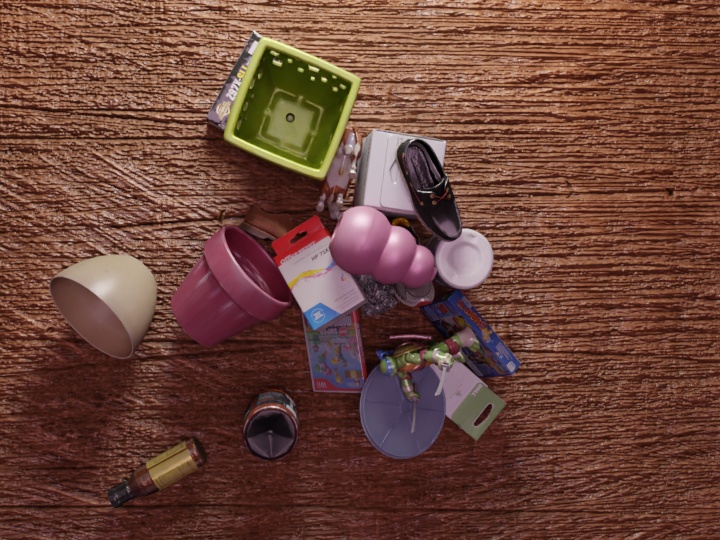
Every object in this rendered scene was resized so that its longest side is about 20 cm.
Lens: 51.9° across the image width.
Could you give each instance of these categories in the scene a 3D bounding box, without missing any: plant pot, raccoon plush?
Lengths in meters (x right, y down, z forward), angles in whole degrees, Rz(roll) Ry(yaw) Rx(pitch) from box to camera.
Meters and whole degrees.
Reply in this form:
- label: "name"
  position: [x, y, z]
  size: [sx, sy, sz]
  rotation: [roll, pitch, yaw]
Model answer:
- label: "plant pot"
  position: [-0.128, -0.286, 1.375]
  size: [0.197, 0.181, 0.202]
  rotation: [22, 90, -7]
- label: "plant pot"
  position: [-0.468, 0.048, 1.409]
  size: [0.200, 0.200, 0.135]
  rotation: [43, 52, -6]
- label: "plant pot"
  position: [-0.259, 0.043, 1.426]
  size: [0.179, 0.200, 0.200]
  rotation: [-39, 96, 12]
- label: "raccoon plush"
  position: [0.000, 0.000, 1.450]
  size: [0.096, 0.134, 0.200]
  rotation: [-33, 121, 18]

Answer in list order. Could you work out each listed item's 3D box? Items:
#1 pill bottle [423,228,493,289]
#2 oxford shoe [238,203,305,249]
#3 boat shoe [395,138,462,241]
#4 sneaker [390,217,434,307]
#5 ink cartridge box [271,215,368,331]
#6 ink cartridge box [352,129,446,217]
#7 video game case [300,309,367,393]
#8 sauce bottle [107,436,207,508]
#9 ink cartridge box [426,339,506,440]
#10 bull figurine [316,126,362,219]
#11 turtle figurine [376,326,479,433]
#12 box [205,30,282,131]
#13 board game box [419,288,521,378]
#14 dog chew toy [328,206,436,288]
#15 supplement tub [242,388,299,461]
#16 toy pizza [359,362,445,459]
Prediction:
- label: "pill bottle"
  position: [0.182, -0.023, 1.460]
  size: [0.113, 0.200, 0.115]
  rotation: [0, 91, -6]
- label: "oxford shoe"
  position: [-0.140, -0.074, 1.487]
  size: [0.199, 0.071, 0.072]
  rotation: [26, 85, -6]
- label: "boat shoe"
  position: [0.126, -0.141, 1.322]
  size: [0.073, 0.063, 0.203]
  rotation: [-29, 98, -10]
- label: "sneaker"
  position: [0.089, -0.016, 1.425]
  size: [0.077, 0.082, 0.201]
  rotation: [-15, 55, -6]
- label: "ink cartridge box"
  position: [-0.085, 0.001, 1.406]
  size: [0.116, 0.067, 0.201]
  rotation: [-31, 81, 3]
- label: "ink cartridge box"
  position: [0.070, -0.180, 1.440]
  size: [0.143, 0.200, 0.147]
  rotation: [7, 92, -7]
- label: "video game case"
  position: [-0.054, 0.144, 1.483]
  size: [0.017, 0.142, 0.202]
  rotation: [-13, 95, -51]
- label: "sauce bottle"
  position: [-0.407, 0.406, 1.476]
  size: [0.199, 0.066, 0.066]
  rotation: [-27, 95, -3]
- label: "ink cartridge box"
  position: [0.194, 0.247, 1.542]
  size: [0.200, 0.059, 0.104]
  rotation: [41, 88, -7]
- label: "bull figurine"
  position: [-0.044, -0.179, 1.438]
  size: [0.064, 0.122, 0.201]
  rotation: [13, 121, -6]
- label: "turtle figurine"
  position: [0.143, 0.198, 1.408]
  size: [0.193, 0.200, 0.145]
  rotation: [-21, 128, -30]
- label: "box"
  position: [-0.191, -0.348, 1.480]
  size: [0.159, 0.049, 0.201]
  rotation: [28, 89, -4]
- label: "board game box"
  position: [0.220, 0.132, 1.502]
  size: [0.034, 0.135, 0.200]
  rotation: [-43, 97, -23]
- label: "dog chew toy"
  position: [0.046, -0.033, 1.336]
  size: [0.199, 0.125, 0.125]
  rotation: [25, 89, -7]
- label: "supplement tub"
  position: [-0.172, 0.290, 1.430]
  size: [0.106, 0.200, 0.108]
  rotation: [0, 94, -6]
- label: "toy pizza"
  position: [0.082, 0.269, 1.464]
  size: [0.198, 0.032, 0.202]
  rotation: [4, 82, -28]
